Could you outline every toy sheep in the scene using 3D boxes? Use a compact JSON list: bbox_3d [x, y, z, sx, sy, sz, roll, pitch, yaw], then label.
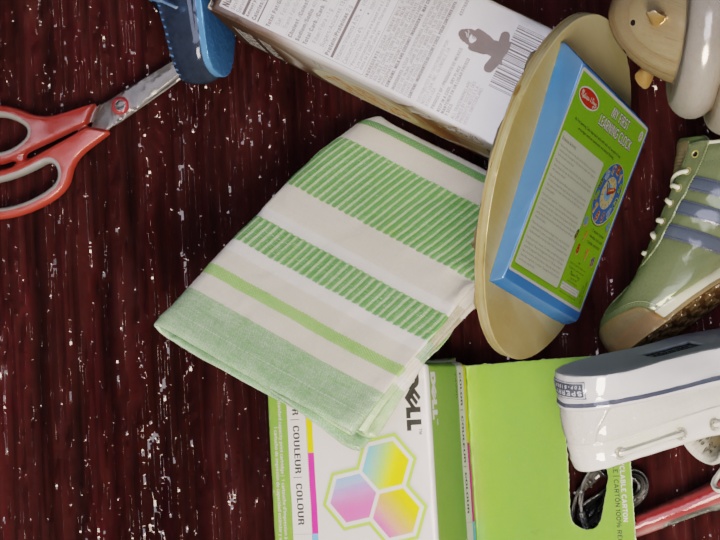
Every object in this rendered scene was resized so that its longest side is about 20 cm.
[{"bbox_3d":[0.239,-0.133,1.227,0.199,0.138,0.139,4,87,3],"label":"toy sheep"}]

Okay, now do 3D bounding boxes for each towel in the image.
[{"bbox_3d":[0.000,0.000,1.279,0.152,0.023,0.200,28,61,24],"label":"towel"}]

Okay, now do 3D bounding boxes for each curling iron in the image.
[{"bbox_3d":[0.220,0.120,1.302,0.199,0.026,0.050,-15,86,6],"label":"curling iron"}]

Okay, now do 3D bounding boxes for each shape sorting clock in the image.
[{"bbox_3d":[0.109,-0.048,1.241,0.039,0.200,0.201,20,89,25],"label":"shape sorting clock"}]

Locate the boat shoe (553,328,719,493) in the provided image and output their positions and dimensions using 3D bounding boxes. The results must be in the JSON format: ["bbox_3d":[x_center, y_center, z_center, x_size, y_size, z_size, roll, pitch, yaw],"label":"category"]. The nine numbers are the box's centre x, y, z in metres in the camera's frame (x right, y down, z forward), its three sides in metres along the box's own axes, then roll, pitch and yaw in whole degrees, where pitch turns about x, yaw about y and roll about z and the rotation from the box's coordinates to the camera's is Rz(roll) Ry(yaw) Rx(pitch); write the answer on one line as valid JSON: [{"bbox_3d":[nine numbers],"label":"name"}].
[{"bbox_3d":[0.205,0.083,1.259,0.201,0.075,0.087,-11,100,-29],"label":"boat shoe"}]

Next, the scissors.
[{"bbox_3d":[-0.158,-0.091,1.374,0.199,0.014,0.074,-18,82,5],"label":"scissors"}]

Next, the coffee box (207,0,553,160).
[{"bbox_3d":[0.022,-0.139,1.302,0.199,0.114,0.080,26,89,9],"label":"coffee box"}]

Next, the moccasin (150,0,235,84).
[{"bbox_3d":[-0.124,-0.204,1.353,0.068,0.080,0.201,-15,70,11],"label":"moccasin"}]

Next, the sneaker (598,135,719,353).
[{"bbox_3d":[0.209,-0.036,1.300,0.200,0.067,0.090,-37,74,4],"label":"sneaker"}]

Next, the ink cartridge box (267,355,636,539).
[{"bbox_3d":[0.053,0.124,1.276,0.199,0.076,0.149,-5,86,22],"label":"ink cartridge box"}]
